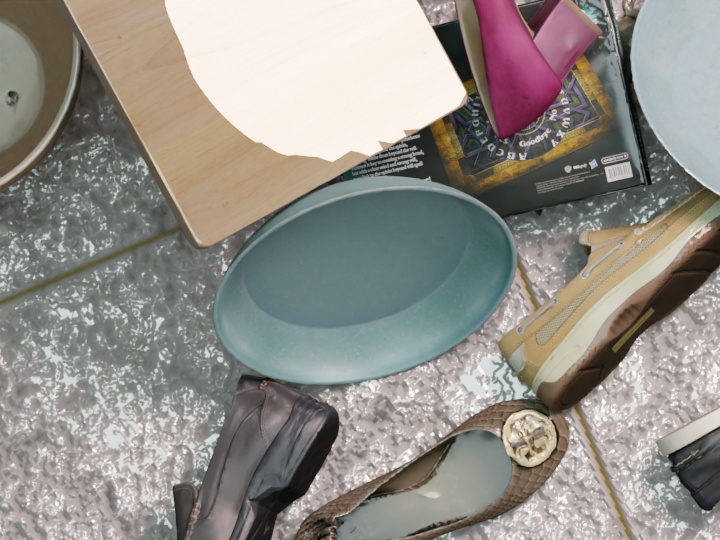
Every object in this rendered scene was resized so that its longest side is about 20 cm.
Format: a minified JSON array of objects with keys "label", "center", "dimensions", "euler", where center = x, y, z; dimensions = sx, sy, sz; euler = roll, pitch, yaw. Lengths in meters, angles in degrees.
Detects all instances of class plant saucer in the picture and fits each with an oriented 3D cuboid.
[{"label":"plant saucer","center":[0.000,0.000,1.673],"dimensions":[0.199,0.200,0.036],"euler":[-18,53,3]},{"label":"plant saucer","center":[0.265,-0.116,1.701],"dimensions":[0.200,0.039,0.202],"euler":[5,64,-11]}]

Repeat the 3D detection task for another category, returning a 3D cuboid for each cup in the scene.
[{"label":"cup","center":[-0.270,-0.132,1.718],"dimensions":[0.199,0.143,0.201],"euler":[0,84,4]}]

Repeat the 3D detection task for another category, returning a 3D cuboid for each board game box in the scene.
[{"label":"board game box","center":[0.080,-0.100,1.717],"dimensions":[0.199,0.028,0.136],"euler":[-12,90,14]}]

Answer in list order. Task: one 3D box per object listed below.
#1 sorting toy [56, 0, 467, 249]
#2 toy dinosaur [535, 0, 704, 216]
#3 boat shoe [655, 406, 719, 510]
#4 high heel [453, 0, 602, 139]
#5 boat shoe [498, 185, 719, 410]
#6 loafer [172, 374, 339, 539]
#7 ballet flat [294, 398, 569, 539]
[{"label":"sorting toy","center":[-0.069,-0.142,1.637],"dimensions":[0.200,0.070,0.199],"euler":[-29,91,-17]},{"label":"toy dinosaur","center":[0.147,-0.142,1.735],"dimensions":[0.088,0.047,0.200],"euler":[38,92,1]},{"label":"boat shoe","center":[0.293,0.096,1.682],"dimensions":[0.199,0.075,0.066],"euler":[-25,85,2]},{"label":"high heel","center":[0.053,-0.176,1.650],"dimensions":[0.200,0.067,0.096],"euler":[40,93,-7]},{"label":"boat shoe","center":[0.172,-0.003,1.708],"dimensions":[0.200,0.072,0.076],"euler":[-43,66,-4]},{"label":"loafer","center":[-0.093,0.162,1.715],"dimensions":[0.072,0.073,0.200],"euler":[29,78,16]},{"label":"ballet flat","center":[0.046,0.144,1.711],"dimensions":[0.199,0.046,0.068],"euler":[-26,83,2]}]
